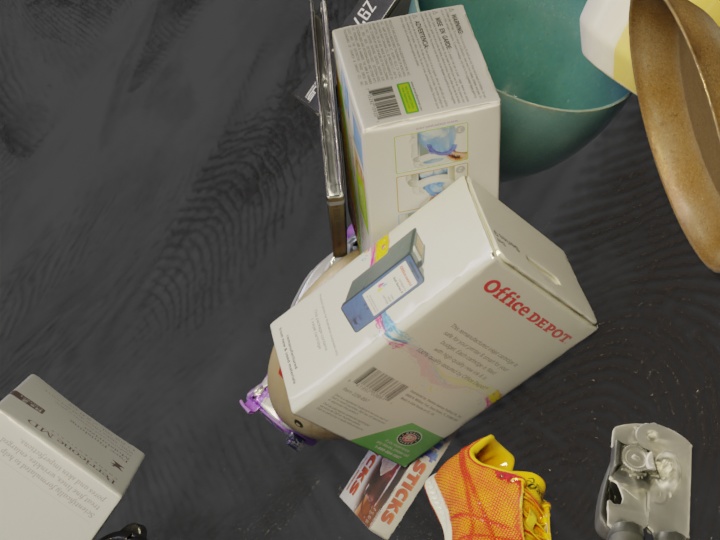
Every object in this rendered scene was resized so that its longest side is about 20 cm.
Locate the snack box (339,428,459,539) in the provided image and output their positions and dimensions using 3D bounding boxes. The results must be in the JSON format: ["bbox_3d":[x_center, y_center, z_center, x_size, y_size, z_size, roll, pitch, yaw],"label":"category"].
[{"bbox_3d":[0.056,0.118,1.204,0.201,0.024,0.072,-57,24,0],"label":"snack box"}]

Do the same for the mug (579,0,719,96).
[{"bbox_3d":[0.243,-0.201,1.104,0.154,0.148,0.187,-57,12,18],"label":"mug"}]

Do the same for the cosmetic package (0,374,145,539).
[{"bbox_3d":[-0.351,0.238,1.589,0.166,0.164,0.200,-54,5,3],"label":"cosmetic package"}]

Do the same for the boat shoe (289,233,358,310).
[{"bbox_3d":[0.000,0.000,1.294,0.201,0.073,0.067,-54,-3,-3],"label":"boat shoe"}]

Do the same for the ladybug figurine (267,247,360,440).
[{"bbox_3d":[0.004,0.064,1.243,0.201,0.135,0.072,-57,35,14],"label":"ladybug figurine"}]

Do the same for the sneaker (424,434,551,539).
[{"bbox_3d":[0.098,0.175,1.004,0.077,0.073,0.200,-41,29,9],"label":"sneaker"}]

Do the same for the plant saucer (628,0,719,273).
[{"bbox_3d":[0.229,-0.100,0.996,0.035,0.202,0.201,-16,31,0],"label":"plant saucer"}]

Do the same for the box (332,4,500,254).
[{"bbox_3d":[0.043,-0.081,1.116,0.100,0.201,0.113,-11,50,-5],"label":"box"}]

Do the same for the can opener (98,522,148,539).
[{"bbox_3d":[-0.273,0.353,1.515,0.063,0.079,0.202,28,87,27],"label":"can opener"}]

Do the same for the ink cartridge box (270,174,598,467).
[{"bbox_3d":[0.055,0.043,1.107,0.199,0.145,0.088,-37,48,22],"label":"ink cartridge box"}]

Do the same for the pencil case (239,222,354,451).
[{"bbox_3d":[-0.031,0.062,1.362,0.201,0.085,0.084,-58,31,-5],"label":"pencil case"}]

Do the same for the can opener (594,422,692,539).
[{"bbox_3d":[0.169,0.184,0.902,0.067,0.053,0.202,102,-179,-53],"label":"can opener"}]

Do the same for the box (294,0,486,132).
[{"bbox_3d":[0.056,-0.171,1.342,0.161,0.199,0.043,-53,45,5],"label":"box"}]

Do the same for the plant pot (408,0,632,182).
[{"bbox_3d":[0.118,-0.154,1.251,0.202,0.198,0.135,-83,13,-45],"label":"plant pot"}]

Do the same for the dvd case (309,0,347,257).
[{"bbox_3d":[-0.023,-0.104,1.151,0.200,0.016,0.151,86,179,-78],"label":"dvd case"}]
